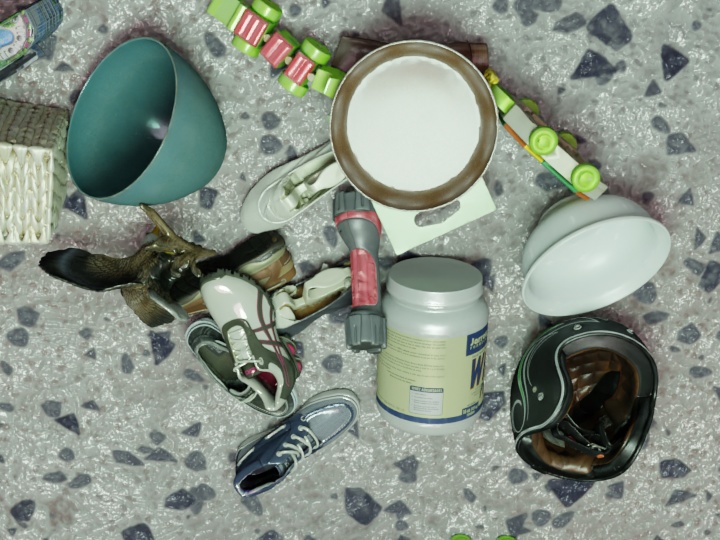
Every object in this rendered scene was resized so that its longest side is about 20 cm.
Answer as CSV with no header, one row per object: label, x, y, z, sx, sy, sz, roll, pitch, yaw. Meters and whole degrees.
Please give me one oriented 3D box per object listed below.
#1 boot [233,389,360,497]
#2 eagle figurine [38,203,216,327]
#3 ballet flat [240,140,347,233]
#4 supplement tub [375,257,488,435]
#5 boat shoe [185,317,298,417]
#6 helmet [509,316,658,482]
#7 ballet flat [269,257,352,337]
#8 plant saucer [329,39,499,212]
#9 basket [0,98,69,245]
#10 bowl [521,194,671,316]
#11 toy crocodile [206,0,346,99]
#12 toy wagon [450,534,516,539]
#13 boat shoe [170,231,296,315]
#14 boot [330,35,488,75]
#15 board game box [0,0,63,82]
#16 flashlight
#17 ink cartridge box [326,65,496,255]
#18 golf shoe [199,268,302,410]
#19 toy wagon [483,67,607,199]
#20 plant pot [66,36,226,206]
boot,-0.086,0.243,1.649,0.199,0.090,0.073,-33,109,11
eagle figurine,-0.281,0.005,1.493,0.199,0.151,0.152,-24,99,28
ballet flat,-0.073,-0.108,1.526,0.199,0.070,0.070,-33,109,11
supplement tub,0.093,0.097,1.568,0.144,0.145,0.201,1,112,-2
boat shoe,-0.160,0.146,1.609,0.072,0.071,0.200,-42,119,14
helmet,0.292,0.160,1.575,0.199,0.192,0.200,13,148,9
ballet flat,-0.075,0.037,1.578,0.199,0.073,0.073,-24,110,4
plant saucer,0.063,-0.170,1.413,0.199,0.032,0.202,1,104,3
basket,-0.421,-0.119,1.443,0.122,0.200,0.136,5,112,-8
bowl,0.287,-0.035,1.531,0.200,0.091,0.202,-12,146,-8
toy crocodile,-0.101,-0.271,1.448,0.200,0.062,0.068,40,108,3
toy wagon,0.153,0.466,1.772,0.198,0.040,0.156,3,111,-3
boat shoe,-0.175,0.024,1.571,0.199,0.076,0.074,-24,122,15
boot,0.056,-0.198,1.496,0.198,0.064,0.188,0,104,-2
board game box,-0.445,-0.236,1.392,0.199,0.200,0.062,-27,109,10
flashlight,0.000,0.000,1.513,0.067,0.068,0.201,3,72,-15
ink cartridge box,0.065,-0.131,1.464,0.145,0.048,0.201,-24,101,8
golf shoe,-0.138,0.086,1.518,0.077,0.088,0.200,-22,119,22
toy wagon,0.216,-0.166,1.454,0.200,0.155,0.040,38,106,-14
plant pot,-0.240,-0.162,1.450,0.134,0.200,0.200,22,114,-46
